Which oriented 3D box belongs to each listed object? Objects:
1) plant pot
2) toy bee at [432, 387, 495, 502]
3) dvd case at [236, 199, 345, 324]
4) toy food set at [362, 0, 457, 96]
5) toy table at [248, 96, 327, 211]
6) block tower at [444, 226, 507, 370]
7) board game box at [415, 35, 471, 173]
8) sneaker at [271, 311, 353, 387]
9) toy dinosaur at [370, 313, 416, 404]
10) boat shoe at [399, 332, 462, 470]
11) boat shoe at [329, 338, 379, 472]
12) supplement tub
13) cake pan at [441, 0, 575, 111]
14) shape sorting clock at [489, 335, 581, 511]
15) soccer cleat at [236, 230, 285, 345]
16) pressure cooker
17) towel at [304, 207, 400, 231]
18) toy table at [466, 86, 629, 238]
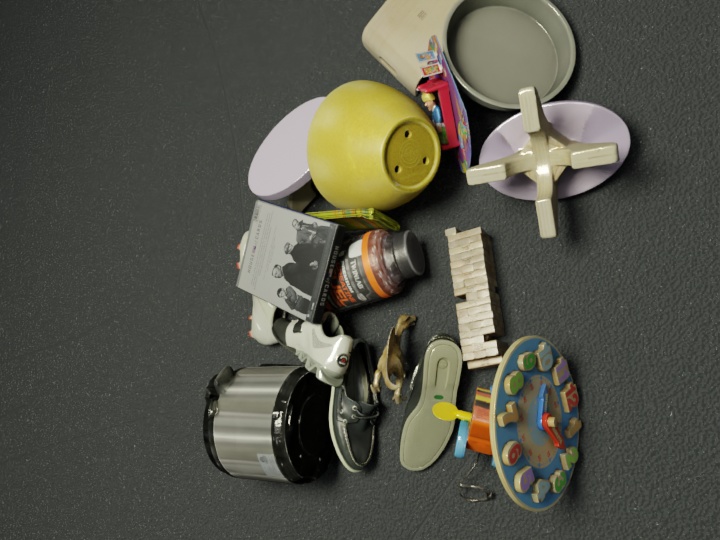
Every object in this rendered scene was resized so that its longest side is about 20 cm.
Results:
[{"bbox_3d":[0.038,-0.175,0.864,0.141,0.198,0.203,25,92,57],"label":"plant pot"},{"bbox_3d":[0.155,0.205,0.781,0.201,0.129,0.110,117,175,-47],"label":"toy bee"},{"bbox_3d":[-0.116,-0.019,0.926,0.198,0.024,0.153,20,97,42],"label":"dvd case"},{"bbox_3d":[0.113,-0.416,0.987,0.200,0.060,0.144,-47,72,16],"label":"toy food set"},{"bbox_3d":[-0.085,-0.186,1.006,0.198,0.117,0.186,-34,58,16],"label":"toy table"},{"bbox_3d":[0.169,0.036,0.848,0.057,0.054,0.204,-15,72,27],"label":"block tower"},{"bbox_3d":[0.114,-0.239,0.879,0.038,0.158,0.203,-15,69,0],"label":"board game box"},{"bbox_3d":[-0.070,0.101,0.926,0.199,0.073,0.090,27,92,51],"label":"sneaker"},{"bbox_3d":[0.042,0.136,0.845,0.057,0.201,0.103,6,117,10],"label":"toy dinosaur"},{"bbox_3d":[0.102,0.192,0.857,0.070,0.068,0.204,13,98,-5],"label":"boat shoe"},{"bbox_3d":[-0.001,0.200,0.900,0.066,0.074,0.203,-27,56,46],"label":"boat shoe"},{"bbox_3d":[0.000,0.000,0.927,0.197,0.106,0.109,-19,70,27],"label":"supplement tub"},{"bbox_3d":[0.212,-0.320,0.856,0.196,0.037,0.205,1,75,-4],"label":"cake pan"},{"bbox_3d":[0.215,0.181,0.704,0.039,0.198,0.204,-10,74,41],"label":"shape sorting clock"},{"bbox_3d":[-0.164,0.029,1.030,0.076,0.069,0.205,-5,96,29],"label":"soccer cleat"},{"bbox_3d":[-0.151,0.237,0.925,0.197,0.178,0.180,-7,78,29],"label":"pressure cooker"},{"bbox_3d":[-0.038,-0.075,0.949,0.197,0.086,0.018,0,76,36],"label":"towel"},{"bbox_3d":[0.244,-0.149,0.771,0.197,0.117,0.187,-19,101,30],"label":"toy table"}]
